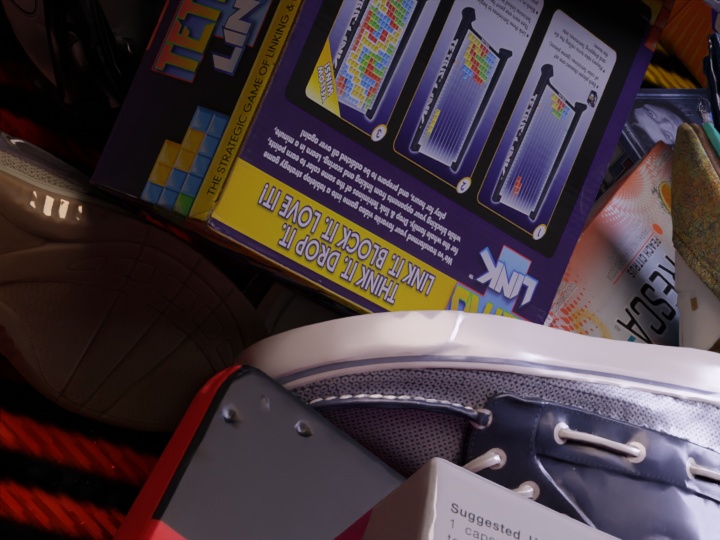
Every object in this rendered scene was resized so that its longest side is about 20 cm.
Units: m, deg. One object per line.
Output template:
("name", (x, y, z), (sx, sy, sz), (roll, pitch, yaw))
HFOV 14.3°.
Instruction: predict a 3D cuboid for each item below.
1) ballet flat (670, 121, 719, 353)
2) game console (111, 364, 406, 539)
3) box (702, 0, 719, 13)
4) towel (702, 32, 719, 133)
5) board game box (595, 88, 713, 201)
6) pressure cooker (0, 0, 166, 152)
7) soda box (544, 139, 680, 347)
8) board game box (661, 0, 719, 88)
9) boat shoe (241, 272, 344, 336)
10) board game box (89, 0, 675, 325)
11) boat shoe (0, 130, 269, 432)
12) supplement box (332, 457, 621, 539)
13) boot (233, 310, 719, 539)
("ballet flat", (0.159, 0.036, 1.075), (0.071, 0.071, 0.200), (-13, 64, -53))
("game console", (0.002, 0.145, 0.879), (0.200, 0.031, 0.177), (37, 46, -10))
("box", (0.075, -0.170, 0.973), (0.159, 0.048, 0.200), (53, 15, 25))
("towel", (0.190, 0.004, 1.174), (0.112, 0.048, 0.201), (22, 53, -52))
("board game box", (0.184, 0.005, 1.280), (0.135, 0.035, 0.200), (-5, 56, -50))
("pressure cooker", (-0.041, -0.131, 1.051), (0.200, 0.179, 0.176), (-5, 57, -52))
("soda box", (0.095, 0.022, 1.134), (0.068, 0.064, 0.200), (45, 32, 0))
("board game box", (0.256, -0.196, 1.438), (0.200, 0.200, 0.200), (51, 32, 12))
("boat shoe", (0.000, 0.000, 1.079), (0.062, 0.073, 0.200), (9, 24, 30))
("board game box", (0.016, -0.067, 0.962), (0.057, 0.166, 0.200), (21, -5, 36))
("boat shoe", (-0.112, -0.010, 0.929), (0.200, 0.072, 0.065), (26, 20, -37))
("supplement box", (0.024, 0.169, 0.765), (0.103, 0.101, 0.201), (23, 51, -21))
("boot", (0.054, 0.071, 0.966), (0.199, 0.073, 0.091), (5, 65, -25))
